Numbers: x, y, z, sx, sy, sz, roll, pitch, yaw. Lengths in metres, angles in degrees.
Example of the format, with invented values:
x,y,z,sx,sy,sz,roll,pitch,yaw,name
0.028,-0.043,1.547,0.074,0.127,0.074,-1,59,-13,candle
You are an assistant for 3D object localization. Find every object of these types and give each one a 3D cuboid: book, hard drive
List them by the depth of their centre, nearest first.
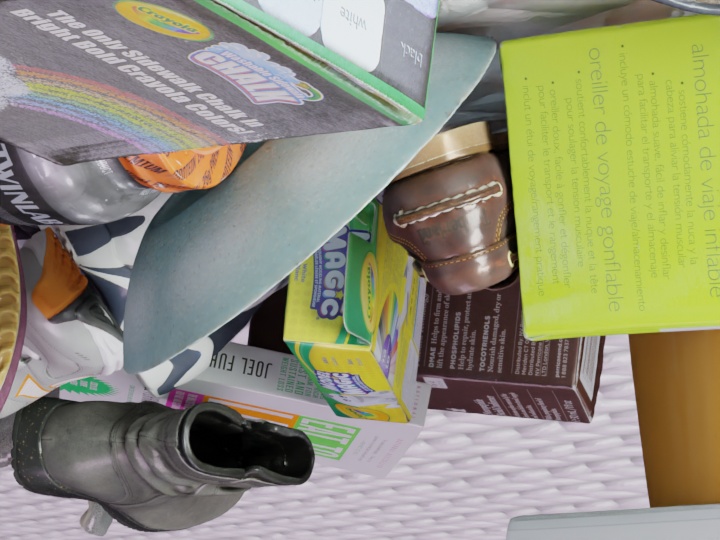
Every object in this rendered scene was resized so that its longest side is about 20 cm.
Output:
x,y,z,sx,sy,sz,roll,pitch,yaw,name
0.174,0.118,0.888,0.132,0.027,0.200,17,162,-36,hard drive
-0.069,0.066,1.232,0.200,0.048,0.134,12,165,-5,book

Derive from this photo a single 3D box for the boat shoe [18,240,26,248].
x,y,z,sx,sy,sz,roll,pitch,yaw,name
-0.190,0.000,1.262,0.200,0.069,0.072,8,166,-3,boat shoe

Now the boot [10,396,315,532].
x,y,z,sx,sy,sz,roll,pitch,yaw,name
-0.078,0.104,1.140,0.131,0.068,0.200,-1,170,29,boot

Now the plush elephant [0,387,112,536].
x,y,z,sx,sy,sz,roll,pitch,yaw,name
-0.201,0.081,1.373,0.200,0.165,0.155,-3,-147,-14,plush elephant

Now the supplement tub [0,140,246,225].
x,y,z,sx,sy,sz,roll,pitch,yaw,name
-0.148,-0.078,0.836,0.200,0.123,0.123,0,164,25,supplement tub

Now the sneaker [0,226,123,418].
x,y,z,sx,sy,sz,roll,pitch,yaw,name
-0.169,0.040,1.042,0.092,0.076,0.200,-34,179,-16,sneaker

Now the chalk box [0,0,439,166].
x,y,z,sx,sy,sz,roll,pitch,yaw,name
-0.051,-0.115,0.649,0.200,0.124,0.124,-5,160,37,chalk box

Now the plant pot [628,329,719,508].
x,y,z,sx,sy,sz,roll,pitch,yaw,name
0.193,0.022,0.929,0.200,0.184,0.200,7,165,2,plant pot

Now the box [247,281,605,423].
x,y,z,sx,sy,sz,roll,pitch,yaw,name
0.041,0.041,1.305,0.200,0.075,0.100,5,166,14,box

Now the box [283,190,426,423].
x,y,z,sx,sy,sz,roll,pitch,yaw,name
0.000,0.000,1.075,0.048,0.117,0.200,5,165,7,box

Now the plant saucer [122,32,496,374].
x,y,z,sx,sy,sz,roll,pitch,yaw,name
-0.033,-0.040,0.878,0.039,0.201,0.201,48,154,-10,plant saucer

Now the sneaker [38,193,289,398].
x,y,z,sx,sy,sz,roll,pitch,yaw,name
-0.093,-0.044,1.061,0.079,0.130,0.199,36,157,58,sneaker

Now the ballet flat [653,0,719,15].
x,y,z,sx,sy,sz,roll,pitch,yaw,name
0.117,-0.108,0.706,0.200,0.073,0.073,12,165,-26,ballet flat

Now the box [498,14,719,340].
x,y,z,sx,sy,sz,roll,pitch,yaw,name
0.153,-0.039,0.824,0.200,0.122,0.048,-4,-178,32,box

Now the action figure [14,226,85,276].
x,y,z,sx,sy,sz,roll,pitch,yaw,name
-0.187,-0.036,1.139,0.130,0.069,0.200,2,163,46,action figure

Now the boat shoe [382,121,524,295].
x,y,z,sx,sy,sz,roll,pitch,yaw,name
0.048,-0.024,0.948,0.070,0.070,0.200,-21,180,13,boat shoe

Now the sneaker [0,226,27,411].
x,y,z,sx,sy,sz,roll,pitch,yaw,name
-0.185,-0.011,0.963,0.075,0.200,0.090,-2,165,-6,sneaker
